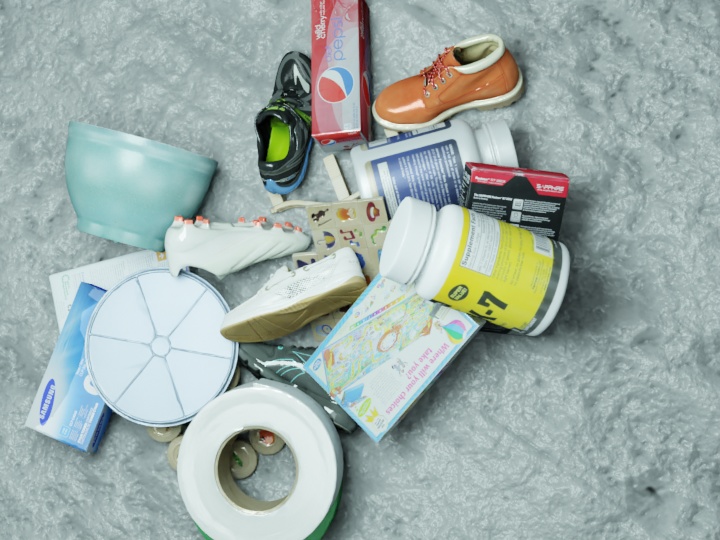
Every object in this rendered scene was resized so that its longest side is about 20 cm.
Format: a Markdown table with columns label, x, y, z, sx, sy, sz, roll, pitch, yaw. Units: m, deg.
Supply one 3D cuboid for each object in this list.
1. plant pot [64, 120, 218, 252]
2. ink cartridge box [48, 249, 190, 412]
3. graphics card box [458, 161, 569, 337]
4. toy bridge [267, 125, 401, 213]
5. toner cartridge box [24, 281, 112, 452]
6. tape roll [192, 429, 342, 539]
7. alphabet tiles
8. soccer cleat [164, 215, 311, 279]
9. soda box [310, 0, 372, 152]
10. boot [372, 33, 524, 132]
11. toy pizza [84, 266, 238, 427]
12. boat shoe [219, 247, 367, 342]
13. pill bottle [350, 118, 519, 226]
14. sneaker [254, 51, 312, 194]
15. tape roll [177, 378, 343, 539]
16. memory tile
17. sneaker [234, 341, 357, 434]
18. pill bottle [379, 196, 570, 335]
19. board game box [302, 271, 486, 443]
| label | x | y | z | sx | sy | sz | roll | pitch | yaw |
| --- | --- | --- | --- | --- | --- | --- | --- | --- | --- |
| plant pot | -0.295 | -0.101 | 1.660 | 0.197 | 0.200 | 0.136 | 14 | 90 | 15 |
| ink cartridge box | -0.304 | 0.079 | 1.719 | 0.197 | 0.041 | 0.203 | -14 | 81 | 8 |
| graphics card box | 0.174 | -0.025 | 1.554 | 0.123 | 0.051 | 0.203 | 5 | 105 | -8 |
| toy bridge | -0.029 | -0.118 | 1.680 | 0.198 | 0.027 | 0.068 | -25 | 79 | 9 |
| toner cartridge box | -0.355 | 0.126 | 1.679 | 0.094 | 0.043 | 0.203 | 20 | 87 | 11 |
| tape roll | -0.122 | 0.270 | 1.631 | 0.197 | 0.048 | 0.204 | 0 | 91 | 6 |
| alphabet tiles | 0.000 | 0.000 | 1.604 | 0.164 | 0.008 | 0.202 | -5 | 122 | 14 |
| soccer cleat | -0.158 | -0.028 | 1.648 | 0.197 | 0.069 | 0.079 | 0 | 101 | -27 |
| soda box | -0.025 | -0.260 | 1.663 | 0.069 | 0.063 | 0.203 | -6 | 74 | 14 |
| boot | 0.100 | -0.241 | 1.616 | 0.197 | 0.107 | 0.076 | -16 | 63 | 12 |
| toy pizza | -0.253 | 0.097 | 1.638 | 0.197 | 0.032 | 0.204 | 0 | 84 | 1 |
| boat shoe | -0.087 | 0.029 | 1.596 | 0.197 | 0.071 | 0.070 | -22 | 62 | 12 |
| pill bottle | 0.094 | -0.124 | 1.601 | 0.197 | 0.111 | 0.113 | -15 | 80 | 3 |
| sneaker | -0.093 | -0.200 | 1.668 | 0.070 | 0.083 | 0.203 | 3 | 66 | 17 |
| tape roll | -0.121 | 0.238 | 1.571 | 0.199 | 0.071 | 0.206 | 0 | 91 | 7 |
| memory tile | -0.204 | 0.187 | 1.669 | 0.153 | 0.017 | 0.201 | -38 | 91 | 6 |
| sneaker | -0.075 | 0.130 | 1.650 | 0.198 | 0.076 | 0.080 | 31 | 77 | 10 |
| pill bottle | 0.129 | -0.007 | 1.468 | 0.197 | 0.114 | 0.116 | 19 | 88 | -11 |
| board game box | 0.039 | 0.090 | 1.555 | 0.134 | 0.034 | 0.201 | 44 | 109 | 12 |
